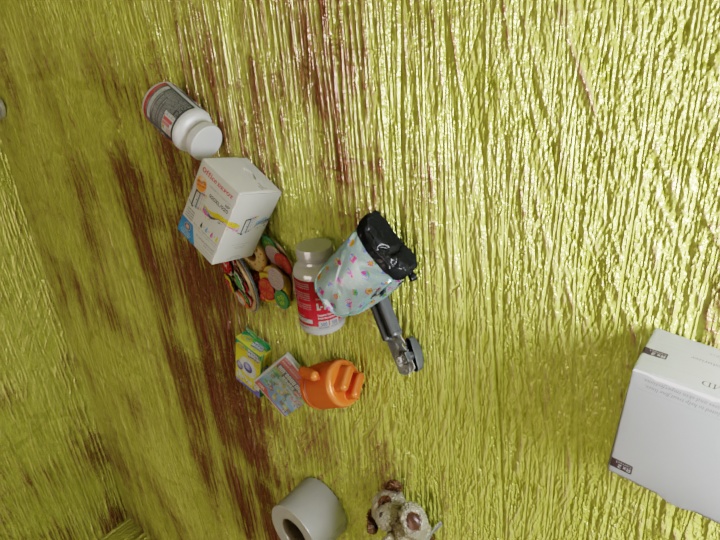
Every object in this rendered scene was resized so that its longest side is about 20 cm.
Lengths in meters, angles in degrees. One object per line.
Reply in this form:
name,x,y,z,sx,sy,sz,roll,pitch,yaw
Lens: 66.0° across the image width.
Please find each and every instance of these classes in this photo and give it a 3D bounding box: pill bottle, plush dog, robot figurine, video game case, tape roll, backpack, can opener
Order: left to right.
pill bottle,-0.445,-0.372,1.387,0.199,0.115,0.117,41,134,20
video game case,-0.211,0.327,1.575,0.143,0.017,0.199,48,131,-2
tape roll,-0.158,0.764,1.699,0.200,0.138,0.207,21,125,34
pill bottle,-0.096,0.035,1.270,0.111,0.111,0.204,15,122,37
robot figurine,-0.078,0.284,1.383,0.198,0.142,0.119,-20,80,47
backpack,0.000,0.000,1.133,0.200,0.126,0.168,-45,73,32
can opener,0.077,0.128,1.207,0.053,0.066,0.204,-34,74,48
plush dog,0.096,0.633,1.412,0.171,0.159,0.203,42,108,38

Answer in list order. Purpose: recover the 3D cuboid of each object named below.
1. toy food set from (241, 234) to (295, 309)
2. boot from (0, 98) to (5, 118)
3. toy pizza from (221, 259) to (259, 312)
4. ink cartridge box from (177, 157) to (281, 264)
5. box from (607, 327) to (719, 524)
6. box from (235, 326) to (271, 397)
toy food set,-0.235,0.003,1.435,0.195,0.048,0.205,7,116,41
boot,-1.563,-0.661,2.330,0.198,0.090,0.074,-15,102,47
toy pizza,-0.341,0.028,1.526,0.200,0.031,0.203,41,146,35
ink cartridge box,-0.316,-0.148,1.330,0.147,0.144,0.202,41,119,20
box,0.488,0.225,0.795,0.196,0.130,0.204,20,124,35
box,-0.323,0.273,1.666,0.116,0.048,0.204,30,128,28
